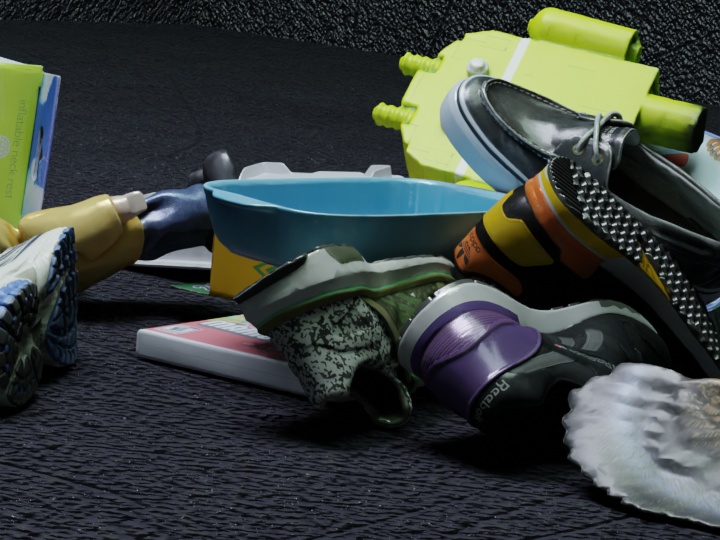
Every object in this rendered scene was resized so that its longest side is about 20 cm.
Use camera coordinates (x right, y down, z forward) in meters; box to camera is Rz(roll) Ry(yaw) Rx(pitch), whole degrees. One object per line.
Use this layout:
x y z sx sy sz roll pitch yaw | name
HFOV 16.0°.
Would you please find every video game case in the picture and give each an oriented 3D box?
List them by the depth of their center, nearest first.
-0.012 0.044 1.472 0.143 0.018 0.200 11 10 33 | video game case

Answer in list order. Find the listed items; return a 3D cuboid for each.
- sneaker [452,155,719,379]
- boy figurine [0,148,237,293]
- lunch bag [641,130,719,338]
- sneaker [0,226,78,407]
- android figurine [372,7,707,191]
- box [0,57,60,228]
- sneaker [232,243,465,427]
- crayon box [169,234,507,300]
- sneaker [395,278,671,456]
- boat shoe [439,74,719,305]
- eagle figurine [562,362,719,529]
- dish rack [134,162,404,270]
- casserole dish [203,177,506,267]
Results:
0.129 0.020 1.421 0.200 0.090 0.070 44 22 -38 | sneaker
-0.174 -0.019 1.564 0.199 0.065 0.124 -12 -11 -21 | boy figurine
0.155 -0.027 1.607 0.199 0.076 0.160 18 56 18 | lunch bag
-0.200 0.019 1.341 0.085 0.077 0.200 2 8 7 | sneaker
0.108 -0.089 1.588 0.199 0.041 0.182 17 56 18 | android figurine
-0.288 -0.101 1.886 0.048 0.122 0.200 5 8 -31 | box
0.006 0.043 1.336 0.077 0.089 0.200 -25 -14 26 | sneaker
0.000 0.000 1.542 0.200 0.052 0.126 12 10 37 | crayon box
0.106 0.066 1.316 0.200 0.076 0.088 7 34 -49 | sneaker
0.141 -0.061 1.484 0.200 0.071 0.072 33 48 2 | boat shoe
0.215 0.072 1.195 0.152 0.151 0.200 43 -38 -15 | eagle figurine
-0.065 -0.042 1.776 0.171 0.044 0.200 2 13 36 | dish rack
0.004 -0.025 1.419 0.200 0.039 0.121 -4 14 -40 | casserole dish
